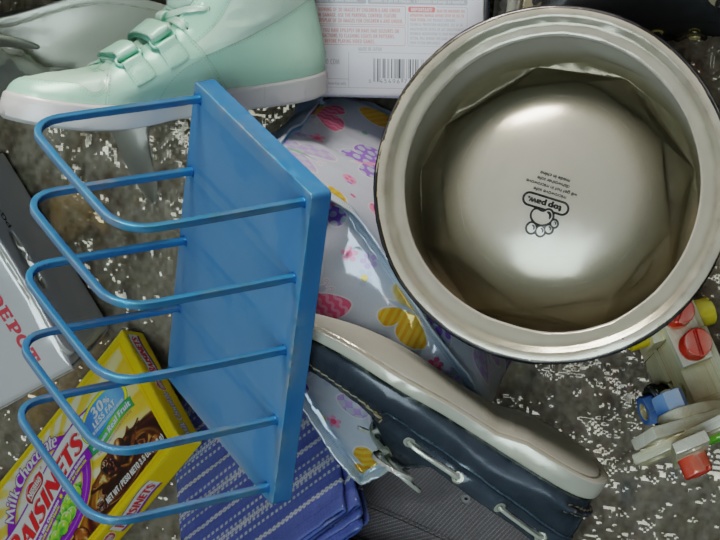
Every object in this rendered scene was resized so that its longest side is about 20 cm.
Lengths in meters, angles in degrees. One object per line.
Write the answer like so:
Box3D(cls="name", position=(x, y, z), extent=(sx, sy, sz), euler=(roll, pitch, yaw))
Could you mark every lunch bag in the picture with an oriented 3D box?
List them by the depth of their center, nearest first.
Box3D(cls="lunch bag", position=(0.000, 0.000, 1.331), extent=(0.127, 0.170, 0.200), euler=(-27, 103, 22))

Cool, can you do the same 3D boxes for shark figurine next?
Box3D(cls="shark figurine", position=(-0.227, -0.102, 1.317), extent=(0.128, 0.214, 0.090), euler=(17, 87, 50))

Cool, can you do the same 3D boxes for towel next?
Box3D(cls="towel", position=(-0.060, 0.121, 1.382), extent=(0.145, 0.200, 0.024), euler=(-38, 125, 22))

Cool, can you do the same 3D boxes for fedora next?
Box3D(cls="fedora", position=(0.055, 0.159, 1.391), extent=(0.199, 0.177, 0.091), euler=(22, 82, 3))

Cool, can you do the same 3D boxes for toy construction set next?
Box3D(cls="toy construction set", position=(0.187, 0.031, 1.305), extent=(0.092, 0.131, 0.201), euler=(-4, 71, -11))

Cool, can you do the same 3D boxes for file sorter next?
Box3D(cls="file sorter", position=(-0.111, 0.020, 1.204), extent=(0.139, 0.122, 0.201), euler=(44, 135, 45))

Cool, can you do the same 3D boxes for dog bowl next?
Box3D(cls="dog bowl", position=(0.110, -0.044, 1.231), extent=(0.199, 0.074, 0.201), euler=(-1, 82, 8))

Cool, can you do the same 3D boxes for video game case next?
Box3D(cls="video game case", position=(-0.019, -0.198, 1.323), extent=(0.199, 0.045, 0.182), euler=(2, 103, 9))

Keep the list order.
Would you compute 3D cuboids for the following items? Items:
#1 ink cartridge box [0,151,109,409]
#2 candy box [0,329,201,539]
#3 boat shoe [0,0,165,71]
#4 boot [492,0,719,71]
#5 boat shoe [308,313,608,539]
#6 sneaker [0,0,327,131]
Box3D(cls="ink cartridge box", position=(-0.290, 0.033, 1.458), extent=(0.200, 0.083, 0.146), euler=(-28, 99, 20))
Box3D(cls="candy box", position=(-0.190, 0.145, 1.472), extent=(0.200, 0.026, 0.102), euler=(-50, 50, 22))
Box3D(cls="boat shoe", position=(-0.194, -0.139, 1.388), extent=(0.199, 0.062, 0.073), euler=(-6, 103, -7))
Box3D(cls="boot", position=(0.156, -0.137, 1.301), extent=(0.153, 0.074, 0.204), euler=(6, 111, 9))
Box3D(cls="boat shoe", position=(0.040, 0.090, 1.224), extent=(0.200, 0.075, 0.062), euler=(28, 105, -5))
Box3D(cls="sneaker", position=(-0.119, -0.146, 1.260), extent=(0.200, 0.074, 0.119), euler=(-12, 104, -24))
